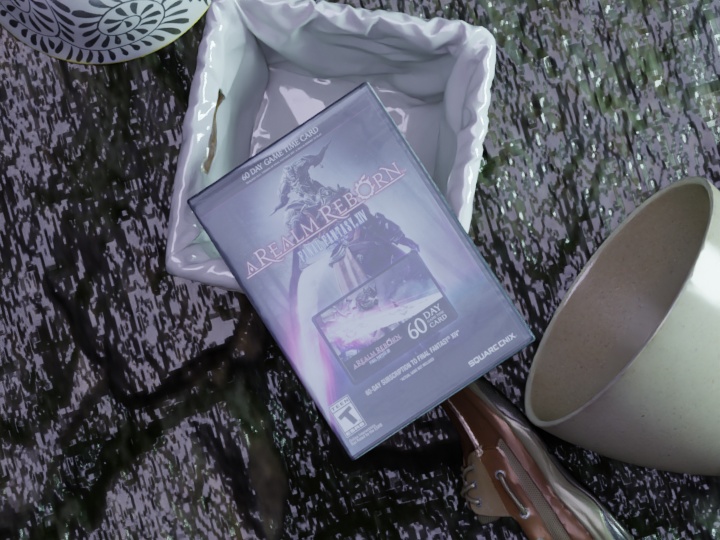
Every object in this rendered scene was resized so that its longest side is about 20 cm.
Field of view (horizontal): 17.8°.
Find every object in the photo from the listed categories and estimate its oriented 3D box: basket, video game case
[{"bbox_3d":[-0.016,-0.072,1.578,0.199,0.161,0.199,9,86,4],"label":"basket"},{"bbox_3d":[0.000,0.000,1.486,0.142,0.019,0.201,-33,87,0],"label":"video game case"}]

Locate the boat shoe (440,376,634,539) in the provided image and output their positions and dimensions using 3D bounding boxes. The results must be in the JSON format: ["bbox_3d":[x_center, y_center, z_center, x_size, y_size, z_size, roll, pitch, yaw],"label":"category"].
[{"bbox_3d":[0.105,0.146,1.598,0.074,0.076,0.200,-42,84,2],"label":"boat shoe"}]

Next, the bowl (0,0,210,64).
[{"bbox_3d":[-0.194,-0.254,1.635,0.199,0.094,0.202,0,85,3],"label":"bowl"}]

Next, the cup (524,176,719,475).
[{"bbox_3d":[0.227,0.058,1.555,0.143,0.200,0.201,34,87,-14],"label":"cup"}]
